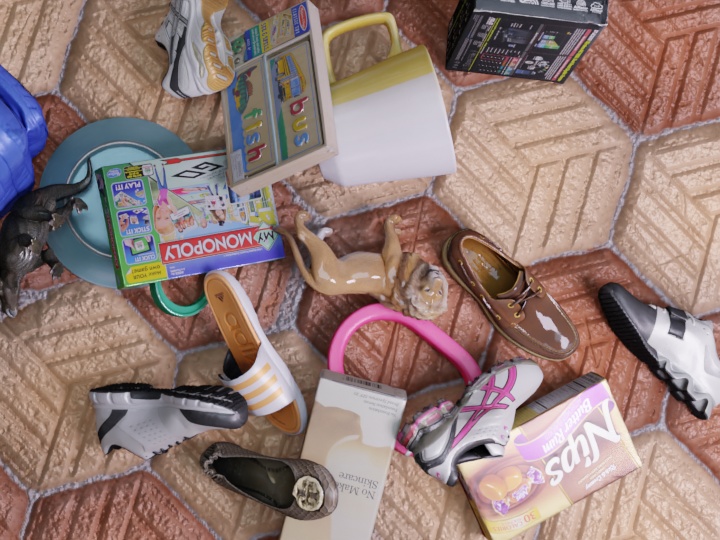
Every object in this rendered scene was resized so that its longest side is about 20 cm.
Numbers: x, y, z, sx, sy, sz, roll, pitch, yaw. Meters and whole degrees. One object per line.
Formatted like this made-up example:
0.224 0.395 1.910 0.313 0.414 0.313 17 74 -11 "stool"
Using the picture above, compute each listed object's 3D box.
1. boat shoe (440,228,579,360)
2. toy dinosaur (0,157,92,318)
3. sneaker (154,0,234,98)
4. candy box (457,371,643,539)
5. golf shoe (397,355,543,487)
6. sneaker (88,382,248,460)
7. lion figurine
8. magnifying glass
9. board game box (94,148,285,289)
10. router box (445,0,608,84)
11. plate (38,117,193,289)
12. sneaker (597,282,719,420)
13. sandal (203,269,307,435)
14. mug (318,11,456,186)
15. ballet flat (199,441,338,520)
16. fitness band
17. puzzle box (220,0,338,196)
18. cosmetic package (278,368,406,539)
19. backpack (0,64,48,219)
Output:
0.176 0.030 1.700 0.200 0.068 0.072 43 81 0 "boat shoe"
-0.366 -0.048 1.629 0.102 0.077 0.202 10 76 35 "toy dinosaur"
-0.203 -0.293 1.695 0.087 0.075 0.202 -16 65 27 "sneaker"
0.211 0.215 1.679 0.199 0.056 0.118 -26 100 -7 "candy box"
0.137 0.169 1.625 0.199 0.073 0.092 -30 67 -30 "golf shoe"
-0.209 0.168 1.621 0.198 0.074 0.081 -1 94 28 "sneaker"
0.000 0.000 1.669 0.198 0.073 0.124 -1 65 -5 "lion figurine"
-0.185 -0.043 1.684 0.079 0.022 0.202 26 72 -31 "magnifying glass"
-0.190 -0.062 1.654 0.198 0.029 0.136 -11 89 -28 "board game box"
0.186 -0.280 1.669 0.148 0.200 0.063 7 78 -5 "router box"
-0.273 -0.080 1.688 0.198 0.026 0.202 1 83 -6 "plate"
0.363 0.074 1.716 0.089 0.074 0.200 -45 99 -9 "sneaker"
-0.135 0.102 1.639 0.059 0.079 0.208 -33 97 -40 "sandal"
0.016 -0.179 1.686 0.152 0.150 0.188 -15 52 1 "mug"
-0.105 0.227 1.598 0.046 0.199 0.068 7 95 -49 "ballet flat"
0.052 0.127 1.692 0.199 0.037 0.144 39 81 -2 "fitness band"
-0.096 -0.195 1.652 0.132 0.025 0.202 -22 60 23 "puzzle box"
-0.021 0.222 1.632 0.104 0.071 0.202 13 95 0 "cosmetic package"
-0.432 -0.149 1.590 0.162 0.200 0.168 40 81 0 "backpack"
